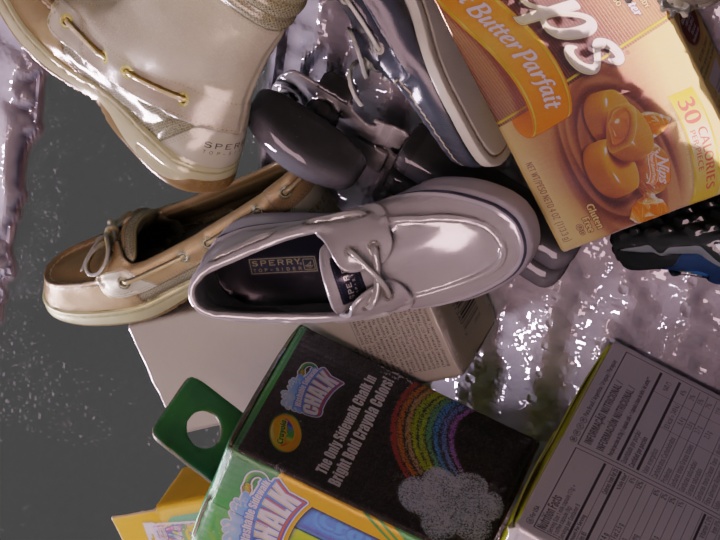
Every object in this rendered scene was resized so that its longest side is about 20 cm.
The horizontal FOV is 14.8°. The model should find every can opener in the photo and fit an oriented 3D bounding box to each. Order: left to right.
[{"bbox_3d":[0.029,-0.049,1.554,0.199,0.067,0.053,29,156,1],"label":"can opener"}]

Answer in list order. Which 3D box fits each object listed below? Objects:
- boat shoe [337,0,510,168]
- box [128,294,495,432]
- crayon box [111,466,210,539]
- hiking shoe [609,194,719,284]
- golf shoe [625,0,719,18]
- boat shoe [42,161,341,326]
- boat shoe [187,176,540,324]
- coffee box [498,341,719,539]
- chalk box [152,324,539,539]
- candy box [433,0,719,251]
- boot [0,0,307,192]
[{"bbox_3d":[0.016,-0.140,1.498,0.062,0.075,0.201,-22,107,30],"label":"boat shoe"},{"bbox_3d":[-0.029,0.031,1.622,0.199,0.068,0.082,-11,114,28],"label":"box"},{"bbox_3d":[-0.040,0.176,1.723,0.199,0.052,0.126,-12,113,27],"label":"crayon box"},{"bbox_3d":[0.232,-0.001,1.490,0.199,0.074,0.087,0,118,23],"label":"hiking shoe"},{"bbox_3d":[0.217,-0.163,1.402,0.199,0.098,0.078,19,165,-17],"label":"golf shoe"},{"bbox_3d":[-0.105,-0.020,1.614,0.200,0.073,0.063,-11,126,29],"label":"boat shoe"},{"bbox_3d":[0.000,0.000,1.511,0.199,0.065,0.074,-12,109,26],"label":"boat shoe"},{"bbox_3d":[0.163,0.202,1.561,0.197,0.200,0.200,27,126,6],"label":"coffee box"},{"bbox_3d":[-0.022,0.128,1.563,0.199,0.125,0.124,25,128,5],"label":"chalk box"},{"bbox_3d":[0.119,-0.121,1.471,0.115,0.055,0.201,-21,109,22],"label":"candy box"},{"bbox_3d":[-0.115,-0.160,1.520,0.200,0.072,0.155,45,129,23],"label":"boot"}]
